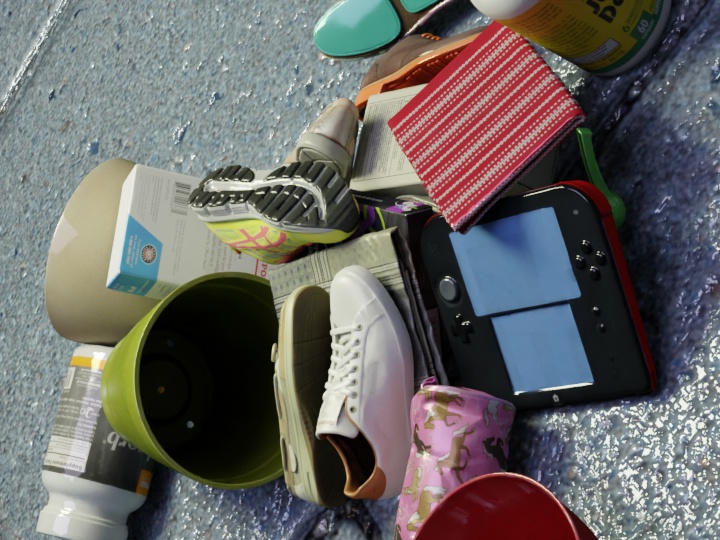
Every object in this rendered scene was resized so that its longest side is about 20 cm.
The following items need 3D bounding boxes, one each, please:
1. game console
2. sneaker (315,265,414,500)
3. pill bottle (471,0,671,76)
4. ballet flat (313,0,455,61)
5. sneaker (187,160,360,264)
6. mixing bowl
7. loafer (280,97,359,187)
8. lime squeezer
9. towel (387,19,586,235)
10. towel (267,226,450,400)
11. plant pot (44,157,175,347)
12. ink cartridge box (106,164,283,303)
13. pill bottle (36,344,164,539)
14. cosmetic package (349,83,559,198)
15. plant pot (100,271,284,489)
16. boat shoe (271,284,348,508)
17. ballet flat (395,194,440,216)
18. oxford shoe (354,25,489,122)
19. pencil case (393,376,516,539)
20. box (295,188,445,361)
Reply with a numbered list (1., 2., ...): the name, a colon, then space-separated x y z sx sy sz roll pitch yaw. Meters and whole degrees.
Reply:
1. game console: 0.139 0.026 1.406 0.199 0.031 0.178 -13 93 48
2. sneaker: -0.002 0.097 1.476 0.073 0.084 0.201 -17 85 52
3. pill bottle: 0.157 -0.248 1.443 0.112 0.199 0.114 -26 53 41
4. ballet flat: 0.046 -0.263 1.698 0.199 0.071 0.069 -28 88 31
5. sneaker: -0.067 -0.045 1.594 0.199 0.091 0.078 10 49 46
6. mixing bowl: 0.128 0.261 1.303 0.200 0.108 0.201 -25 55 42
7. loafer: -0.031 -0.112 1.679 0.063 0.072 0.200 -62 3 -13
8. lime squeezer: 0.180 -0.025 1.420 0.038 0.070 0.201 41 128 34
9. towel: 0.103 -0.125 1.452 0.145 0.022 0.200 -43 33 11
10. towel: 0.001 0.071 1.556 0.199 0.034 0.194 -16 87 51
11. plant pot: -0.220 -0.003 1.822 0.134 0.200 0.202 18 86 19
12. ink cartridge box: -0.144 -0.022 1.732 0.067 0.199 0.117 141 140 -64
13. pill bottle: -0.269 0.187 1.822 0.116 0.116 0.201 0 73 50
14. cosmetic package: 0.086 -0.114 1.570 0.199 0.071 0.106 -3 69 50
15. plant pot: -0.162 0.110 1.685 0.193 0.199 0.202 -12 63 60
16. boat shoe: -0.050 0.111 1.546 0.063 0.073 0.202 6 111 44
17. ballet flat: 0.101 -0.029 1.525 0.200 0.063 0.068 24 131 53
18. oxford shoe: 0.067 -0.201 1.641 0.199 0.071 0.073 -19 53 45
19. pencil case: 0.070 0.192 1.418 0.083 0.086 0.201 -2 75 58
20. box: 0.000 0.000 1.597 0.200 0.036 0.144 16 116 54
